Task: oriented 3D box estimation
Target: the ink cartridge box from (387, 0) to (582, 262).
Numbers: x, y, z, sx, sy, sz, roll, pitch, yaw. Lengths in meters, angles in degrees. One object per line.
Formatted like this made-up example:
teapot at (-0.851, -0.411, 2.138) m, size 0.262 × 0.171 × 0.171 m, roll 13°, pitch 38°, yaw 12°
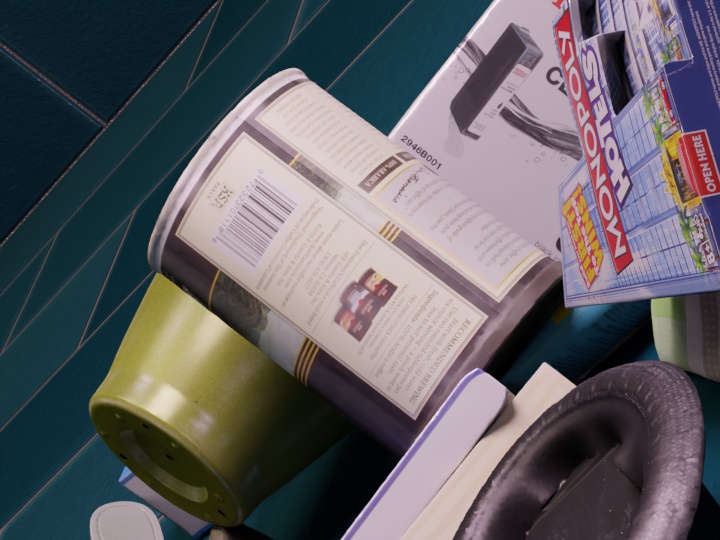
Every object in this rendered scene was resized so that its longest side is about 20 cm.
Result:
ink cartridge box at (0.106, -0.080, 1.292) m, size 0.200 × 0.144 × 0.084 m, roll -52°, pitch -2°, yaw 3°

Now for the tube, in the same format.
tube at (0.160, 0.000, 1.165) m, size 0.200 × 0.077 × 0.050 m, roll -48°, pitch 56°, yaw 15°

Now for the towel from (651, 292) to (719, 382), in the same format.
towel at (0.187, -0.014, 1.012) m, size 0.200 × 0.031 × 0.150 m, roll -171°, pitch 81°, yaw -73°

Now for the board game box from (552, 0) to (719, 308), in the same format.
board game box at (0.139, -0.062, 0.994) m, size 0.200 × 0.061 × 0.201 m, roll 125°, pitch 133°, yaw -69°

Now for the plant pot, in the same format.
plant pot at (-0.077, 0.059, 1.393) m, size 0.193 × 0.200 × 0.200 m, roll -51°, pitch 13°, yaw -24°

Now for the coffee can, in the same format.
coffee can at (0.000, 0.000, 1.187) m, size 0.147 × 0.200 × 0.146 m, roll -50°, pitch -11°, yaw -14°

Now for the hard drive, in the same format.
hard drive at (0.041, 0.119, 1.129) m, size 0.132 × 0.025 × 0.200 m, roll -53°, pitch -12°, yaw -1°

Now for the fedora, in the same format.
fedora at (0.113, 0.138, 0.918) m, size 0.201 × 0.091 × 0.201 m, roll -47°, pitch 16°, yaw 18°

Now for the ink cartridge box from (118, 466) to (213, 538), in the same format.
ink cartridge box at (-0.094, 0.089, 1.640) m, size 0.144 × 0.085 × 0.200 m, roll -39°, pitch 19°, yaw 40°

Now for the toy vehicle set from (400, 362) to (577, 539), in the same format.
toy vehicle set at (0.039, 0.148, 1.069) m, size 0.200 × 0.026 × 0.124 m, roll -49°, pitch -13°, yaw -21°

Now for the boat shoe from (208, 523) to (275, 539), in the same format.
boat shoe at (-0.080, 0.227, 1.347) m, size 0.074 × 0.074 × 0.200 m, roll -60°, pitch 5°, yaw 9°

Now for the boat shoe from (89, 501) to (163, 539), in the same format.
boat shoe at (-0.166, 0.254, 1.537) m, size 0.200 × 0.075 × 0.061 m, roll -100°, pitch 11°, yaw -58°
